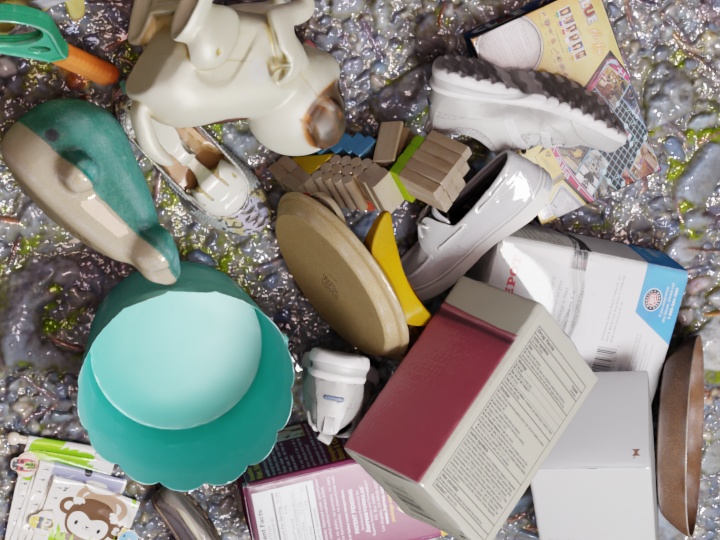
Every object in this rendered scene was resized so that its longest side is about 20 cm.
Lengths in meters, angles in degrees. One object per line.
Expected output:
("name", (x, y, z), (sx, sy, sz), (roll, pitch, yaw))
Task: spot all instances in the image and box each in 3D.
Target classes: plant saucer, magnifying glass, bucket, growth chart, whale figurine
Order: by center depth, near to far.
("magnifying glass", (-0.276, -0.195, 1.521), (0.079, 0.200, 0.023), (-8, 79, 25))
("whale figurine", (-0.228, -0.075, 1.564), (0.200, 0.159, 0.104), (39, 78, 13))
("bucket", (-0.168, 0.094, 1.639), (0.205, 0.135, 0.209), (-3, 106, -9))
("growth chart", (-0.288, 0.258, 1.725), (0.143, 0.018, 0.202), (6, 105, -13))
("plant saucer", (0.319, 0.164, 1.736), (0.034, 0.200, 0.202), (3, 107, 16))

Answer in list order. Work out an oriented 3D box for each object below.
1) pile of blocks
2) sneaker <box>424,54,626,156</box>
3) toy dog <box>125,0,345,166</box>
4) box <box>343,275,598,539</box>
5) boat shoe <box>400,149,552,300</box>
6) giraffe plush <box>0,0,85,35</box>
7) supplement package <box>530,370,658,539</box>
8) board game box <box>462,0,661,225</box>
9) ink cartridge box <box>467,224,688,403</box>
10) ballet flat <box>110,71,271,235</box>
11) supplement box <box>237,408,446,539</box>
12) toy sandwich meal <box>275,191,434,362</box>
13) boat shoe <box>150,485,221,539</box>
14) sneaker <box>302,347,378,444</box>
("pile of blocks", (0.015, -0.089, 1.644), (0.198, 0.083, 0.062), (2, 148, 24))
("sneaker", (0.153, -0.142, 1.641), (0.198, 0.075, 0.083), (15, 119, -8))
("toy dog", (-0.099, -0.173, 1.567), (0.199, 0.139, 0.196), (21, 74, -32))
("box", (0.101, 0.128, 1.578), (0.201, 0.109, 0.128), (-54, 132, -15))
("boat shoe", (0.091, -0.043, 1.653), (0.068, 0.072, 0.200), (35, 129, -26))
("giraffe plush", (-0.331, -0.295, 1.495), (0.198, 0.172, 0.164), (-9, 84, 16))
("supplement package", (0.231, 0.205, 1.703), (0.116, 0.118, 0.201), (-1, 138, 11))
("board game box", (0.197, -0.163, 1.689), (0.135, 0.035, 0.201), (-24, 109, -3))
("ink cartridge box", (0.203, 0.040, 1.722), (0.198, 0.084, 0.146), (11, 105, -13))
("ballet flat", (-0.158, -0.100, 1.621), (0.072, 0.072, 0.200), (-43, 109, 3))
("supplement box", (-0.017, 0.210, 1.704), (0.198, 0.131, 0.104), (-12, 108, -7))
("toy sandwich meal", (0.000, 0.000, 1.630), (0.070, 0.205, 0.206), (-37, 110, -20))
("boat shoe", (-0.160, 0.306, 1.734), (0.073, 0.075, 0.201), (-30, 108, -1))
("sneaker", (-0.029, 0.122, 1.638), (0.074, 0.200, 0.083), (12, 83, 6))
